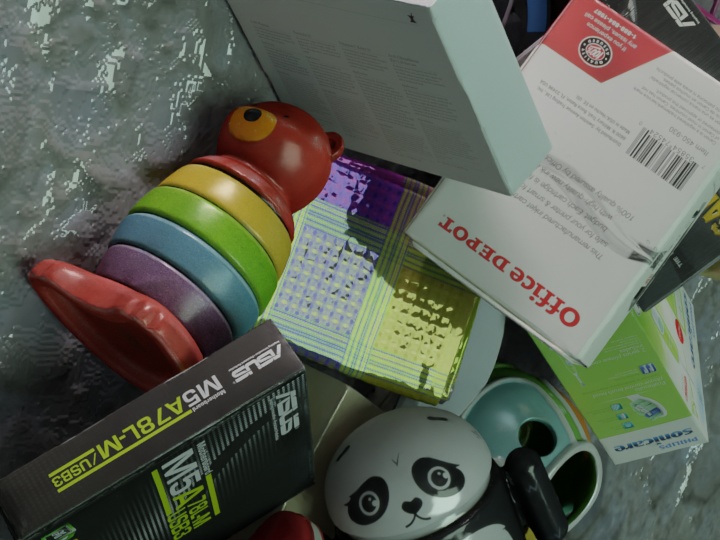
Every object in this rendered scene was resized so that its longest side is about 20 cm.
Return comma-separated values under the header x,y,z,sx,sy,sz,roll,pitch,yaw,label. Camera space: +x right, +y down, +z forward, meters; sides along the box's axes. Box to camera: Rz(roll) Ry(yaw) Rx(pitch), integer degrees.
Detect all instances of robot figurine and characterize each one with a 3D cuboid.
x,y,z,sx,sy,sz,roll,pitch,yaw,label
0.052,0.191,1.179,0.150,0.124,0.201,-40,119,-38,robot figurine

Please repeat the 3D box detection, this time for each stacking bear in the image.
x,y,z,sx,sy,sz,roll,pitch,yaw,label
-0.091,-0.026,1.080,0.200,0.121,0.114,-53,141,-22,stacking bear

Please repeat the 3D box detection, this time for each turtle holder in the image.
x,y,z,sx,sy,sz,roll,pitch,yaw,label
0.100,0.155,1.320,0.185,0.131,0.142,-17,117,-41,turtle holder

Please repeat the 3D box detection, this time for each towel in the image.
x,y,z,sx,sy,sz,roll,pitch,yaw,label
0.000,0.000,1.182,0.199,0.023,0.144,20,88,-19,towel

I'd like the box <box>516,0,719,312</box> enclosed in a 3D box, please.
x,y,z,sx,sy,sz,roll,pitch,yaw,label
0.204,-0.098,1.209,0.158,0.048,0.200,-36,92,9,box

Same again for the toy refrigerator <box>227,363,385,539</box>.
x,y,z,sx,sy,sz,roll,pitch,yaw,label
-0.063,0.170,1.210,0.201,0.070,0.076,-61,143,-8,toy refrigerator

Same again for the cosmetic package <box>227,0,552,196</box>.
x,y,z,sx,sy,sz,roll,pitch,yaw,label
0.011,-0.136,1.070,0.052,0.200,0.151,-50,134,-21,cosmetic package

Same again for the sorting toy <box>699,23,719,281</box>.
x,y,z,sx,sy,sz,roll,pitch,yaw,label
0.280,-0.084,1.305,0.036,0.185,0.201,-14,107,-24,sorting toy

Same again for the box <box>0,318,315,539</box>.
x,y,z,sx,sy,sz,roll,pitch,yaw,label
-0.119,0.133,1.057,0.193,0.048,0.200,-29,156,-14,box

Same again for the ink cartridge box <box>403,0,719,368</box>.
x,y,z,sx,sy,sz,roll,pitch,yaw,label
0.147,-0.057,1.129,0.200,0.147,0.083,-53,166,1,ink cartridge box

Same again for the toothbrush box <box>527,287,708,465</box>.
x,y,z,sx,sy,sz,roll,pitch,yaw,label
0.202,0.036,1.362,0.146,0.086,0.200,-87,152,-42,toothbrush box

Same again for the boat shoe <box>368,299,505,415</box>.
x,y,z,sx,sy,sz,roll,pitch,yaw,label
0.037,0.095,1.278,0.071,0.070,0.201,33,82,-48,boat shoe

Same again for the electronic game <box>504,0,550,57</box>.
x,y,z,sx,sy,sz,roll,pitch,yaw,label
0.068,-0.171,1.231,0.199,0.042,0.201,-19,118,-39,electronic game

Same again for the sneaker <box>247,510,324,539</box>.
x,y,z,sx,sy,sz,roll,pitch,yaw,label
-0.097,0.198,1.066,0.116,0.078,0.200,51,36,-18,sneaker

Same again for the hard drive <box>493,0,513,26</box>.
x,y,z,sx,sy,sz,roll,pitch,yaw,label
0.063,-0.263,1.153,0.134,0.042,0.201,11,86,-36,hard drive

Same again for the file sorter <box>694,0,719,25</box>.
x,y,z,sx,sy,sz,roll,pitch,yaw,label
0.292,-0.248,1.310,0.139,0.200,0.126,16,93,-47,file sorter

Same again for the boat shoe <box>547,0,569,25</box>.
x,y,z,sx,sy,sz,roll,pitch,yaw,label
0.186,-0.183,1.322,0.075,0.075,0.203,-28,135,-22,boat shoe
